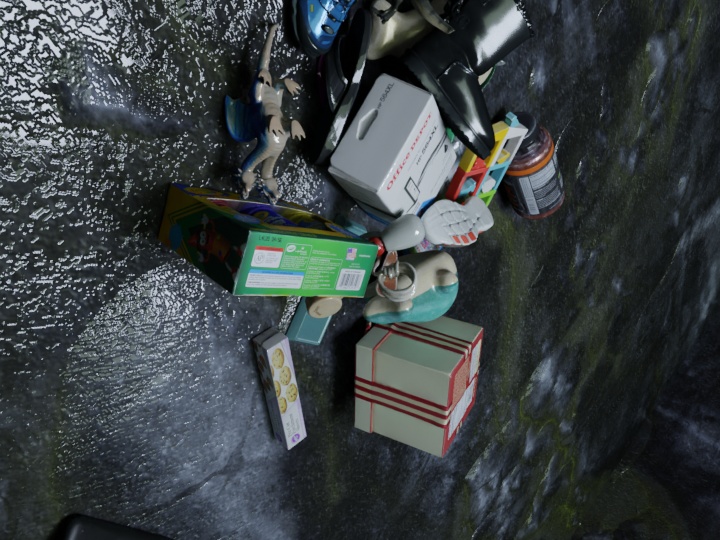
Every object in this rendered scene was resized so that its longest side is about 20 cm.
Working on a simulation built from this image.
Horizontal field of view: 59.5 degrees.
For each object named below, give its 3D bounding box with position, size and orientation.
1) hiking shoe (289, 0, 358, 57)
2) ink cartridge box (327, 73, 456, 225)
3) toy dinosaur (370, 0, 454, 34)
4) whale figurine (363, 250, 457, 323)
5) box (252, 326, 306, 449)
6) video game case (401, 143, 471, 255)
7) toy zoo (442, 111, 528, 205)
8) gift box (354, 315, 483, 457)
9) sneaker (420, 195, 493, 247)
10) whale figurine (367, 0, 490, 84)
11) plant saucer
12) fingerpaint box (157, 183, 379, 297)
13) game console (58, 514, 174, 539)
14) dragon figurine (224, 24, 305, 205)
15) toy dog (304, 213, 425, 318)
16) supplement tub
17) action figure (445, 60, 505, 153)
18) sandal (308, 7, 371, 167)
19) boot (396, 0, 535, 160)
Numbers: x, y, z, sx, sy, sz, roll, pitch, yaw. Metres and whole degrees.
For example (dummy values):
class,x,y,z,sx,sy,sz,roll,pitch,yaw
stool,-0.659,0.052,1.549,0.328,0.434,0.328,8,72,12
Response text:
class,x,y,z,sx,sy,sz,roll,pitch,yaw
hiking shoe,-0.019,-0.347,0.732,0.074,0.086,0.202,12,101,-49
ink cartridge box,0.052,-0.150,0.874,0.147,0.084,0.200,-61,159,-2
toy dinosaur,0.045,-0.360,0.775,0.047,0.087,0.203,8,62,-59
whale figurine,0.078,0.043,0.965,0.200,0.157,0.105,-43,119,-59
box,-0.118,0.178,0.937,0.041,0.038,0.202,-29,129,-33
video game case,0.133,-0.109,1.075,0.200,0.018,0.144,-49,139,-18
toy zoo,0.203,-0.170,1.036,0.130,0.020,0.201,-20,144,-40
gift box,0.091,0.172,1.055,0.200,0.185,0.187,-34,133,-57
sneaker,0.139,-0.061,0.987,0.082,0.078,0.199,-34,169,36
whale figurine,0.092,-0.320,0.879,0.197,0.104,0.161,1,112,-21
plant saucer,-0.048,0.020,0.948,0.070,0.019,0.202,20,95,-50
fingerpaint box,-0.105,-0.035,0.741,0.199,0.166,0.074,4,109,-47
game console,-0.360,0.424,0.821,0.200,0.115,0.178,47,44,-49
dragon figurine,-0.118,-0.180,0.729,0.058,0.099,0.203,-4,80,-45
toy dog,0.000,0.000,0.872,0.096,0.197,0.134,47,39,-61
supplement tub,0.305,-0.192,1.150,0.107,0.106,0.200,-51,138,-14
action figure,0.156,-0.237,0.982,0.054,0.118,0.202,22,106,-13
sandal,-0.034,-0.233,0.794,0.047,0.075,0.203,15,101,-24
boot,0.159,-0.267,0.825,0.162,0.073,0.198,-43,113,5
